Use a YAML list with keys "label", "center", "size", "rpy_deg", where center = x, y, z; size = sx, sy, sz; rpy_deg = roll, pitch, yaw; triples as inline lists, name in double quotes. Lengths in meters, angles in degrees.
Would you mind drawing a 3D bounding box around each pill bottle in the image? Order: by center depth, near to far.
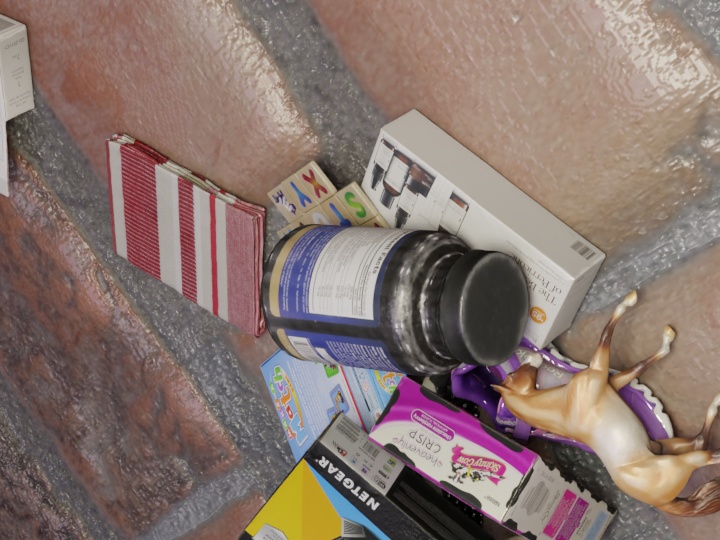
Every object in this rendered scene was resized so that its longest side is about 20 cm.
- label: "pill bottle"
  center: [0.026, 0.023, 1.290]
  size: [0.199, 0.112, 0.113]
  rpy_deg: [5, 118, 41]

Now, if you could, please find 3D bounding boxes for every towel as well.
- label: "towel"
  center: [-0.165, -0.035, 1.581]
  size: [0.199, 0.023, 0.145]
  rpy_deg: [29, 134, 30]

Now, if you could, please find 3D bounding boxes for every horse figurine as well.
- label: "horse figurine"
  center: [0.211, 0.115, 1.250]
  size: [0.133, 0.050, 0.200]
  rpy_deg: [-44, 83, 3]

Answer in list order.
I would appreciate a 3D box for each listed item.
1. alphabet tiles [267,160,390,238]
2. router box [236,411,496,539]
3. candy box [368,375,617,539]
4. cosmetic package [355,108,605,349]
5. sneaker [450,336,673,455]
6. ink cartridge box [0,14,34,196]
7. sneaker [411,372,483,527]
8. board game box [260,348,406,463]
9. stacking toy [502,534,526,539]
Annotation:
- label: "alphabet tiles"
  center: [0.000, 0.000, 1.415]
  size: [0.201, 0.006, 0.166]
  rpy_deg: [52, 152, -6]
- label: "router box"
  center: [0.016, 0.232, 1.349]
  size: [0.200, 0.051, 0.149]
  rpy_deg: [39, 125, 2]
- label: "candy box"
  center: [0.108, 0.164, 1.322]
  size: [0.136, 0.061, 0.200]
  rpy_deg: [29, 176, 33]
- label: "cosmetic package"
  center: [0.091, -0.033, 1.316]
  size: [0.200, 0.051, 0.083]
  rpy_deg: [39, 137, 19]
- label: "sneaker"
  center: [0.152, 0.109, 1.320]
  size: [0.199, 0.088, 0.081]
  rpy_deg: [31, 132, 24]
- label: "ink cartridge box"
  center: [-0.415, -0.192, 1.699]
  size: [0.199, 0.045, 0.178]
  rpy_deg: [25, 129, 31]
- label: "sneaker"
  center: [0.052, 0.168, 1.463]
  size: [0.093, 0.070, 0.201]
  rpy_deg: [14, 127, 30]
- label: "board game box"
  center: [-0.016, 0.120, 1.472]
  size: [0.200, 0.036, 0.152]
  rpy_deg: [-40, 68, 57]
- label: "stacking toy"
  center: [0.118, 0.330, 1.406]
  size: [0.145, 0.200, 0.147]
  rpy_deg: [23, 129, 32]
